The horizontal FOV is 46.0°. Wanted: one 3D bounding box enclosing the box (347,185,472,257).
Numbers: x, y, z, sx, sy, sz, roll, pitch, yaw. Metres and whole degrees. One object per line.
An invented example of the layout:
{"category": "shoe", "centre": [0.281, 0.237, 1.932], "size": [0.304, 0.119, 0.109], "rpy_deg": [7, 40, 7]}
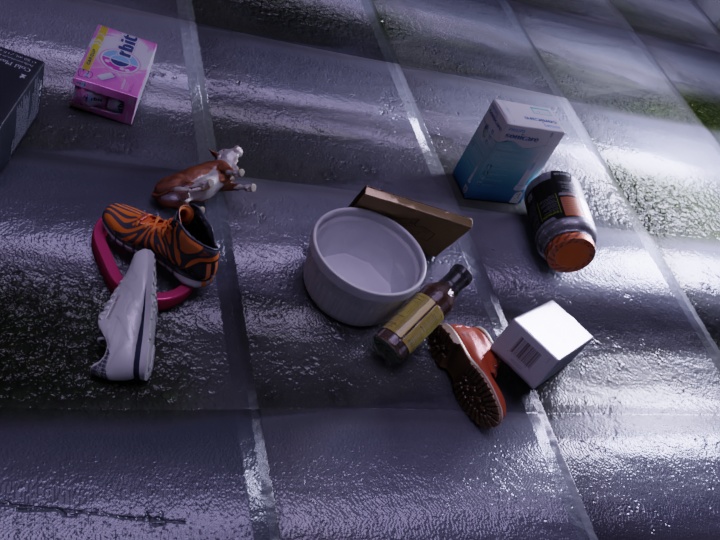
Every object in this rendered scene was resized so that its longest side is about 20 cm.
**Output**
{"category": "box", "centre": [0.075, -0.084, 1.504], "size": [0.200, 0.163, 0.021], "rpy_deg": [16, 68, -14]}

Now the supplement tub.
{"category": "supplement tub", "centre": [0.407, -0.098, 1.720], "size": [0.122, 0.123, 0.200], "rpy_deg": [14, 43, -15]}

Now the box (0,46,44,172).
{"category": "box", "centre": [-0.634, -0.267, 1.336], "size": [0.200, 0.124, 0.197], "rpy_deg": [18, 44, -11]}

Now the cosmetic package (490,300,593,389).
{"category": "cosmetic package", "centre": [0.311, 0.122, 1.443], "size": [0.101, 0.071, 0.200], "rpy_deg": [45, 27, 19]}

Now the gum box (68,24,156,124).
{"category": "gum box", "centre": [-0.455, -0.361, 1.566], "size": [0.113, 0.066, 0.200], "rpy_deg": [16, 43, -14]}

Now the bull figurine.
{"category": "bull figurine", "centre": [-0.258, -0.154, 1.451], "size": [0.121, 0.065, 0.200], "rpy_deg": [15, 38, 39]}

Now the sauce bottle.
{"category": "sauce bottle", "centre": [0.108, 0.066, 1.387], "size": [0.065, 0.065, 0.200], "rpy_deg": [42, 66, 16]}

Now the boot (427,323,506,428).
{"category": "boot", "centre": [0.200, 0.165, 1.382], "size": [0.107, 0.075, 0.200], "rpy_deg": [2, 46, -34]}

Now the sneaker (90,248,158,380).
{"category": "sneaker", "centre": [-0.326, 0.057, 1.186], "size": [0.080, 0.076, 0.200], "rpy_deg": [1, 60, -4]}

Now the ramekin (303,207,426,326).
{"category": "ramekin", "centre": [0.000, 0.000, 1.415], "size": [0.200, 0.105, 0.200], "rpy_deg": [15, 43, -14]}

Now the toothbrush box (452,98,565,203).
{"category": "toothbrush box", "centre": [0.304, -0.243, 1.753], "size": [0.146, 0.200, 0.085], "rpy_deg": [3, 47, -25]}

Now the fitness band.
{"category": "fitness band", "centre": [-0.332, -0.021, 1.310], "size": [0.144, 0.037, 0.200], "rpy_deg": [-10, 52, -35]}

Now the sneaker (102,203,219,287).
{"category": "sneaker", "centre": [-0.292, -0.068, 1.268], "size": [0.200, 0.112, 0.078], "rpy_deg": [29, 43, 4]}
